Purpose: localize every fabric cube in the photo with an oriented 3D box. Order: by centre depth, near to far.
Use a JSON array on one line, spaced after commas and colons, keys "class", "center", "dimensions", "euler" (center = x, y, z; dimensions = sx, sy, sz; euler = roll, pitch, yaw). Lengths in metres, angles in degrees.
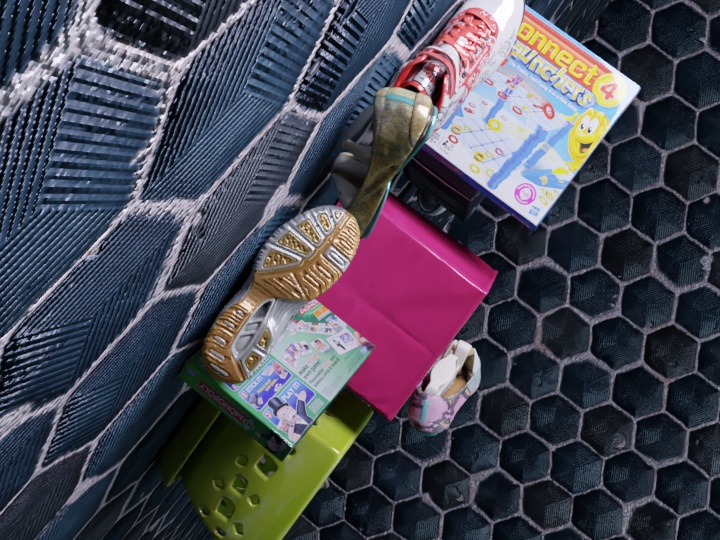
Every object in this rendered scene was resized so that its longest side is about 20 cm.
[{"class": "fabric cube", "center": [0.028, 0.030, 1.171], "dimensions": [0.200, 0.199, 0.196], "euler": [-54, 176, 11]}]

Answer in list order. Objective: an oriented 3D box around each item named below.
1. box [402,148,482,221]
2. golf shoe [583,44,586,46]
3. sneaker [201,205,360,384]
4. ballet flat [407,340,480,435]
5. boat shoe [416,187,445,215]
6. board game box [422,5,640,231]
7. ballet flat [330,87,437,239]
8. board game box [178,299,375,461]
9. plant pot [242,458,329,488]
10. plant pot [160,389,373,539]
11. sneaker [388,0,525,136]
[{"class": "box", "center": [0.157, -0.190, 1.281], "dimensions": [0.200, 0.124, 0.197], "euler": [-53, 173, -1]}, {"class": "golf shoe", "center": [0.674, -0.637, 3.016], "dimensions": [0.092, 0.072, 0.200], "euler": [-53, 174, -16]}, {"class": "sneaker", "center": [-0.083, 0.016, 0.913], "dimensions": [0.200, 0.076, 0.088], "euler": [-48, -172, -4]}, {"class": "ballet flat", "center": [0.112, 0.130, 1.188], "dimensions": [0.200, 0.069, 0.072], "euler": [-44, 150, -59]}, {"class": "boat shoe", "center": [0.118, -0.150, 1.515], "dimensions": [0.093, 0.075, 0.201], "euler": [-39, 159, -40]}, {"class": "board game box", "center": [0.181, -0.184, 1.100], "dimensions": [0.196, 0.200, 0.056], "euler": [-53, 173, 1]}, {"class": "ballet flat", "center": [0.008, -0.100, 0.888], "dimensions": [0.071, 0.071, 0.200], "euler": [-49, 175, -34]}, {"class": "board game box", "center": [-0.081, 0.095, 1.001], "dimensions": [0.029, 0.134, 0.200], "euler": [-57, 173, 36]}, {"class": "plant pot", "center": [-0.195, 0.414, 1.901], "dimensions": [0.183, 0.201, 0.201], "euler": [-39, 170, -18]}, {"class": "plant pot", "center": [-0.122, 0.219, 1.191], "dimensions": [0.200, 0.181, 0.199], "euler": [-53, 174, 13]}, {"class": "sneaker", "center": [0.094, -0.205, 0.923], "dimensions": [0.202, 0.067, 0.108], "euler": [-51, 177, 5]}]
